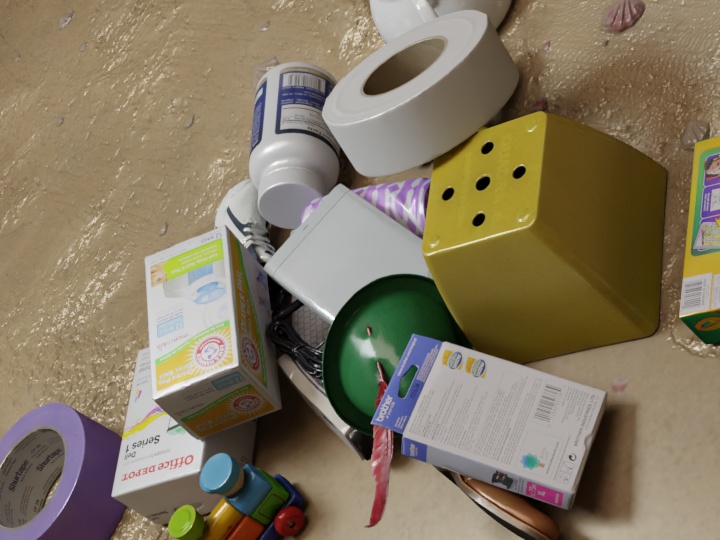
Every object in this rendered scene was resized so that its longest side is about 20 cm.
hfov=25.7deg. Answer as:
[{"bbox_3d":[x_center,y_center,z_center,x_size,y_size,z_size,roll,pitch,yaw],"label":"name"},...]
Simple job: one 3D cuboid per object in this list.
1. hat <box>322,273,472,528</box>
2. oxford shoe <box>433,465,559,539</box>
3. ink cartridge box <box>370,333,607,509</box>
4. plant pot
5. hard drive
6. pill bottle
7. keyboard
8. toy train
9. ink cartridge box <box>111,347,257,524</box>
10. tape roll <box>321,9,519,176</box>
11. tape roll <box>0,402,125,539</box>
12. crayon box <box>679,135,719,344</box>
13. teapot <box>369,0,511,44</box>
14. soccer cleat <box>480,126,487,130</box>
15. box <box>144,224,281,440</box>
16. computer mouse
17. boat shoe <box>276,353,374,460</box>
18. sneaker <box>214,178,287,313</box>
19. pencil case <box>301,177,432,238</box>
[{"bbox_3d":[0.062,0.120,1.540,0.176,0.165,0.201,-141,53,-67],"label":"hat"},{"bbox_3d":[0.134,0.200,1.515,0.071,0.071,0.200,-48,38,-2],"label":"oxford shoe"},{"bbox_3d":[0.122,0.140,1.495,0.199,0.042,0.120,18,54,11],"label":"ink cartridge box"},{"bbox_3d":[0.170,-0.043,1.574,0.200,0.176,0.201,-16,51,37],"label":"plant pot"},{"bbox_3d":[0.000,0.000,1.708,0.132,0.027,0.200,-48,51,-7],"label":"hard drive"},{"bbox_3d":[-0.080,-0.151,1.939,0.111,0.111,0.200,-26,42,29],"label":"pill bottle"},{"bbox_3d":[-0.058,0.021,1.878,0.056,0.011,0.200,-28,46,28],"label":"keyboard"},{"bbox_3d":[-0.163,0.293,1.696,0.200,0.116,0.085,-52,39,1],"label":"toy train"},{"bbox_3d":[-0.198,0.178,1.840,0.145,0.084,0.201,-20,49,33],"label":"ink cartridge box"},{"bbox_3d":[0.061,-0.184,1.635,0.202,0.071,0.203,-28,25,14],"label":"tape roll"},{"bbox_3d":[-0.381,0.271,1.951,0.200,0.085,0.200,-24,48,30],"label":"tape roll"},{"bbox_3d":[0.369,-0.038,1.469,0.119,0.058,0.201,-13,54,38],"label":"crayon box"},{"bbox_3d":[0.081,-0.352,1.914,0.200,0.146,0.198,9,69,46],"label":"teapot"},{"bbox_3d":[0.100,-0.162,1.820,0.200,0.065,0.084,11,64,47],"label":"soccer cleat"},{"bbox_3d":[-0.165,0.069,1.757,0.112,0.101,0.200,-21,50,15],"label":"box"},{"bbox_3d":[-0.006,0.047,1.750,0.200,0.046,0.140,-40,38,-20],"label":"computer mouse"},{"bbox_3d":[-0.011,0.125,1.721,0.093,0.075,0.200,-40,39,-8],"label":"boat shoe"},{"bbox_3d":[-0.119,-0.022,1.909,0.129,0.079,0.200,-8,57,46],"label":"sneaker"},{"bbox_3d":[0.020,-0.054,1.799,0.200,0.084,0.086,-11,40,39],"label":"pencil case"}]
